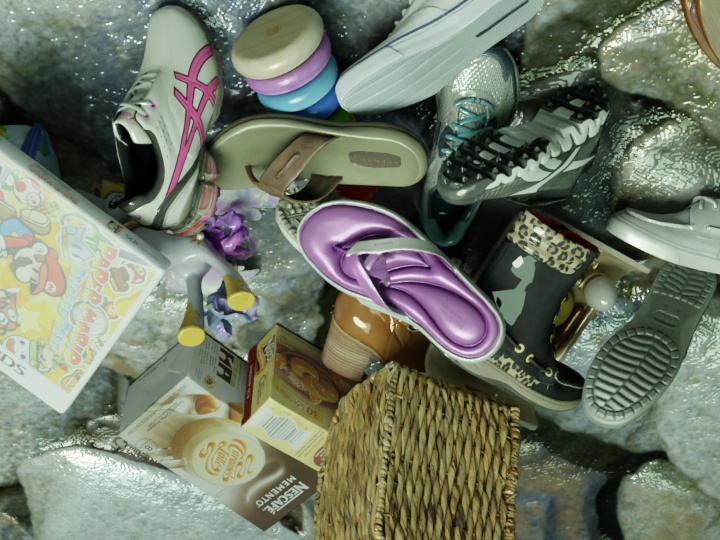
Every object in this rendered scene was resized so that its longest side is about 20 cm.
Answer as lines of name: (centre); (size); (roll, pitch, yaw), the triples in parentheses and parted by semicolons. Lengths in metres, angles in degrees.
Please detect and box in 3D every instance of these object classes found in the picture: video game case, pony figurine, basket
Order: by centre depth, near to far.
video game case: (-0.278, 0.006, 1.210); (0.182, 0.023, 0.200); (37, 124, -5)
pony figurine: (-0.158, -0.018, 1.324); (0.193, 0.200, 0.167); (6, 123, -22)
basket: (0.050, 0.211, 1.351); (0.149, 0.200, 0.143); (21, 144, -22)

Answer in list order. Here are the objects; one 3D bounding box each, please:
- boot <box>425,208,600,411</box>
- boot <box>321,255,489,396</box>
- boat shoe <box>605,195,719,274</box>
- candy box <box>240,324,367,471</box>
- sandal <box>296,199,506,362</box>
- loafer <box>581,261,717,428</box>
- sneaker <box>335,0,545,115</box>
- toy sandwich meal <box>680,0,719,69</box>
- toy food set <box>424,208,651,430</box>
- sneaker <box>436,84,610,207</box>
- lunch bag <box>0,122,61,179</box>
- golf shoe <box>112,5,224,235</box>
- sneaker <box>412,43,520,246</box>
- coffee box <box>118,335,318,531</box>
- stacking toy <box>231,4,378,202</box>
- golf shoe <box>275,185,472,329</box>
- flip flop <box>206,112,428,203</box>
boot: (0.166, 0.038, 1.311); (0.200, 0.073, 0.151); (25, 102, -37)
boot: (0.073, 0.053, 1.434); (0.200, 0.077, 0.155); (21, 120, -6)
boat shoe: (0.332, -0.035, 1.363); (0.200, 0.072, 0.069); (16, 104, -3)
candy box: (-0.023, 0.152, 1.472); (0.200, 0.116, 0.055); (33, 122, -21)
sandal: (0.036, 0.003, 1.230); (0.203, 0.050, 0.083); (31, 93, 8)
loafer: (0.279, 0.079, 1.386); (0.075, 0.200, 0.070); (30, 155, 23)
sneaker: (0.062, -0.205, 1.234); (0.200, 0.071, 0.073); (-31, 147, 11)
toy sandwich meal: (0.364, -0.245, 1.200); (0.205, 0.070, 0.205); (0, 127, 1)
toy food set: (0.169, 0.050, 1.390); (0.143, 0.060, 0.200); (25, 106, -29)
sneaker: (0.145, -0.086, 1.263); (0.066, 0.200, 0.091); (28, 135, 37)
lunch bag: (-0.315, -0.019, 1.322); (0.082, 0.161, 0.200); (-1, 126, 2)
golf shoe: (-0.165, -0.133, 1.222); (0.073, 0.200, 0.092); (-10, 166, 34)
sneaker: (0.098, -0.108, 1.296); (0.078, 0.086, 0.200); (7, 126, -5)
coffee box: (-0.134, 0.167, 1.507); (0.200, 0.080, 0.114); (37, 119, -24)
stacking toy: (-0.035, -0.135, 1.290); (0.085, 0.085, 0.200); (-19, 130, 14)
golf shoe: (0.000, 0.000, 1.328); (0.200, 0.078, 0.097); (32, 147, -10)
flip flop: (-0.042, -0.087, 1.245); (0.200, 0.058, 0.081); (3, 142, 11)
